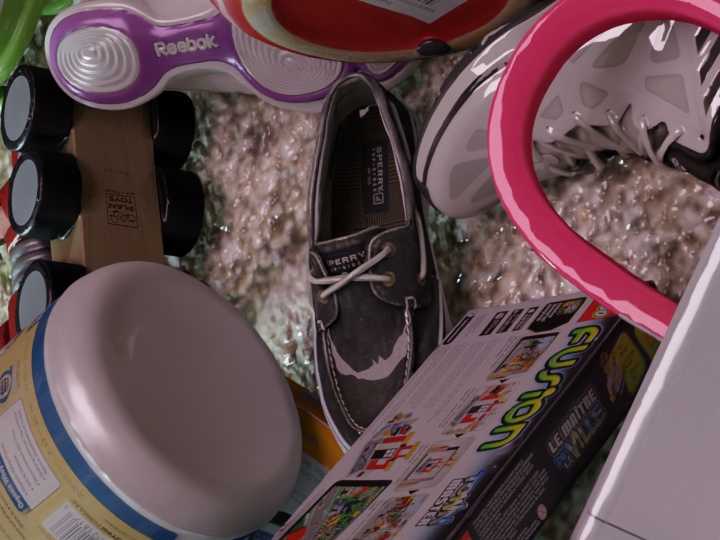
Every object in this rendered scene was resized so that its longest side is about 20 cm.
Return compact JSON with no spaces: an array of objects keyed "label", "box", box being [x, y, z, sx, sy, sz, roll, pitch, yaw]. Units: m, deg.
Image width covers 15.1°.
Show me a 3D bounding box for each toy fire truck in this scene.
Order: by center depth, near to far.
[{"label":"toy fire truck","box":[-0.182,0.003,1.459,0.200,0.128,0.177,-43,48,50]}]

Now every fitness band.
[{"label":"fitness band","box":[0.149,-0.040,1.146,0.200,0.037,0.144,34,93,14]}]

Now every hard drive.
[{"label":"hard drive","box":[0.185,0.051,1.104,0.132,0.027,0.200,24,99,-1]}]

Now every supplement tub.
[{"label":"supplement tub","box":[-0.140,0.104,1.312,0.200,0.144,0.145,-39,57,33]}]

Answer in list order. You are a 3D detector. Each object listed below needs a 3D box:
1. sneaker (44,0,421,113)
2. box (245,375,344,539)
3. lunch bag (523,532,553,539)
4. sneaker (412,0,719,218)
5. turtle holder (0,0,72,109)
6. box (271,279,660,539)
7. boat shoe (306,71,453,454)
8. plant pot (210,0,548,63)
[{"label":"sneaker","box":[-0.058,-0.128,1.387,0.199,0.100,0.075,3,113,21]},{"label":"box","box":[-0.049,0.163,1.341,0.119,0.041,0.201,31,104,42]},{"label":"lunch bag","box":[0.051,0.205,1.174,0.200,0.077,0.161,-29,50,54]},{"label":"sneaker","box":[0.112,-0.066,1.218,0.200,0.076,0.116,-42,53,25]},{"label":"turtle holder","box":[-0.265,-0.155,1.547,0.185,0.132,0.141,-36,59,31]},{"label":"box","box":[0.048,0.078,1.179,0.110,0.200,0.035,-10,116,41]},{"label":"boat shoe","box":[0.000,0.000,1.287,0.072,0.071,0.201,-15,62,18]},{"label":"plant pot","box":[0.006,-0.204,1.256,0.200,0.200,0.183,-19,64,38]}]
